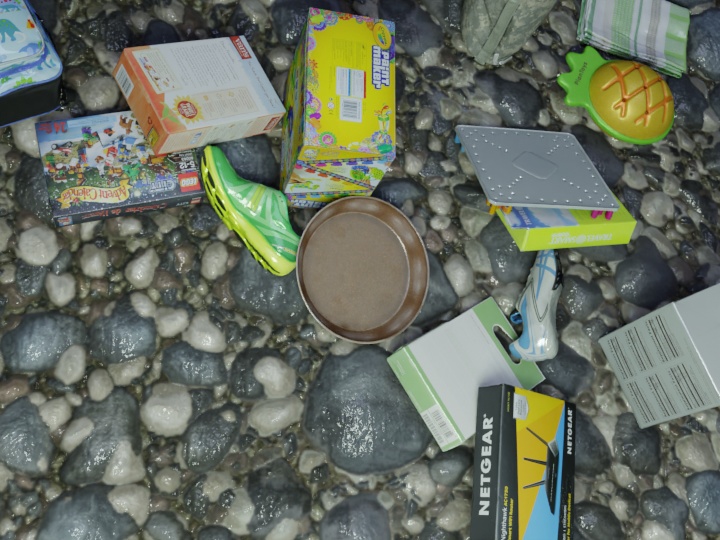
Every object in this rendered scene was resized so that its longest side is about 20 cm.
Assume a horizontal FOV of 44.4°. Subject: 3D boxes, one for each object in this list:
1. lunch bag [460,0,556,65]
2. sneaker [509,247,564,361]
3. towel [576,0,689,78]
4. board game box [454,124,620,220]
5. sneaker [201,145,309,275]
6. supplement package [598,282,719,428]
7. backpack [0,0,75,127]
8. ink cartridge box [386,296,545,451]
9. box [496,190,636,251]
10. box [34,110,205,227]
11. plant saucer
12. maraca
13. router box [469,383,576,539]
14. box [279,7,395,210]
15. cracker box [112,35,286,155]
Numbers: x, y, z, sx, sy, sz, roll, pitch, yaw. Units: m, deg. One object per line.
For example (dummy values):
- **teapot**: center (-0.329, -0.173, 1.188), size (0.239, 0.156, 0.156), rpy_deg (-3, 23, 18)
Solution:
- **lunch bag**: center (0.233, -0.433, 1.352), size (0.139, 0.200, 0.169), rpy_deg (22, 63, -4)
- **sneaker**: center (0.252, 0.037, 1.259), size (0.072, 0.072, 0.201), rpy_deg (0, 54, 21)
- **towel**: center (0.469, -0.423, 1.501), size (0.199, 0.031, 0.150), rpy_deg (17, 68, -9)
- **board game box**: center (0.253, -0.145, 1.296), size (0.199, 0.026, 0.201), rpy_deg (2, 40, -14)
- **sneaker**: center (-0.145, -0.087, 1.197), size (0.083, 0.074, 0.200), rpy_deg (-38, 94, -22)
- **supplement package**: center (0.481, 0.106, 1.225), size (0.190, 0.200, 0.148), rpy_deg (-19, 77, -19)
- **backpack**: center (-0.495, -0.297, 1.134), size (0.182, 0.147, 0.201), rpy_deg (-26, 77, -24)
- **ink cartridge box**: center (0.148, 0.136, 1.210), size (0.199, 0.048, 0.146), rpy_deg (-25, 79, -43)
- **box**: center (0.286, -0.084, 1.293), size (0.199, 0.048, 0.122), rpy_deg (-4, 39, -16)
- **box**: center (-0.322, -0.143, 1.184), size (0.199, 0.038, 0.137), rpy_deg (-12, 74, -19)
- **plant saucer**: center (0.000, 0.000, 1.202), size (0.199, 0.034, 0.202), rpy_deg (4, 81, -25)
- **maraca**: center (0.404, -0.275, 1.389), size (0.199, 0.107, 0.138), rpy_deg (27, 67, -4)
- **router box**: center (0.214, 0.261, 1.147), size (0.149, 0.051, 0.201), rpy_deg (18, 68, -35)
- **box**: center (-0.035, -0.210, 1.201), size (0.121, 0.193, 0.201), rpy_deg (6, 70, -14)
- **cracker box**: center (-0.217, -0.243, 1.205), size (0.199, 0.058, 0.134), rpy_deg (-20, 76, -41)
